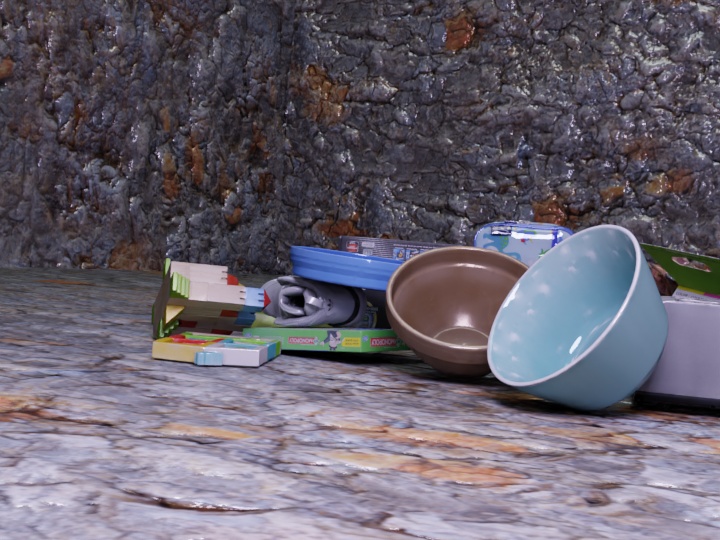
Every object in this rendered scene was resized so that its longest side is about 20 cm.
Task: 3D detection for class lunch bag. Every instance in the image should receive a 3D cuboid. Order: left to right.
[{"bbox_3d":[0.238,0.029,1.727,0.158,0.203,0.082,5,2,7],"label":"lunch bag"}]

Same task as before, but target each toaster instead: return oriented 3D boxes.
[{"bbox_3d":[0.397,0.095,1.329,0.197,0.121,0.181,5,2,12],"label":"toaster"}]

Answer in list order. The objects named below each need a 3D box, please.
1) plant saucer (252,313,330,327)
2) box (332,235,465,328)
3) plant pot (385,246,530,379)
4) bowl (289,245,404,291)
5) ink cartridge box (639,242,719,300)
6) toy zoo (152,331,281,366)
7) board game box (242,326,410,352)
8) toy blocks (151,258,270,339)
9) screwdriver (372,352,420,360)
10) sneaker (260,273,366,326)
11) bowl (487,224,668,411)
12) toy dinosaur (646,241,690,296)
[{"bbox_3d":[-0.132,0.082,1.951,0.197,0.032,0.200,5,2,0],"label":"plant saucer"},{"bbox_3d":[0.060,0.034,1.832,0.197,0.163,0.044,5,0,11],"label":"box"},{"bbox_3d":[0.128,0.065,1.445,0.197,0.094,0.202,0,36,0],"label":"plant pot"},{"bbox_3d":[0.000,0.000,1.620,0.197,0.040,0.201,8,2,0],"label":"bowl"},{"bbox_3d":[0.433,0.060,1.498,0.200,0.076,0.147,41,-12,-31],"label":"ink cartridge box"},{"bbox_3d":[-0.175,0.096,1.459,0.129,0.021,0.200,5,1,6],"label":"toy zoo"},{"bbox_3d":[-0.041,0.091,1.593,0.198,0.030,0.134,0,-1,36],"label":"board game box"},{"bbox_3d":[-0.201,0.046,1.602,0.135,0.101,0.200,6,-24,-17],"label":"toy blocks"},{"bbox_3d":[0.079,0.117,1.553,0.029,0.028,0.199,36,-21,-26],"label":"screwdriver"},{"bbox_3d":[-0.096,0.039,1.672,0.198,0.076,0.114,4,-2,41],"label":"sneaker"},{"bbox_3d":[0.238,0.063,1.231,0.105,0.202,0.200,39,-13,-22],"label":"bowl"},{"bbox_3d":[0.436,0.030,1.672,0.134,0.087,0.200,26,-25,-5],"label":"toy dinosaur"}]
